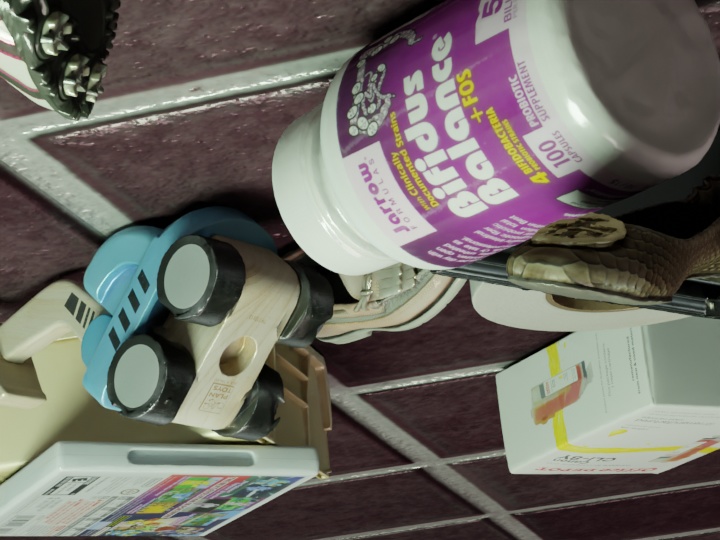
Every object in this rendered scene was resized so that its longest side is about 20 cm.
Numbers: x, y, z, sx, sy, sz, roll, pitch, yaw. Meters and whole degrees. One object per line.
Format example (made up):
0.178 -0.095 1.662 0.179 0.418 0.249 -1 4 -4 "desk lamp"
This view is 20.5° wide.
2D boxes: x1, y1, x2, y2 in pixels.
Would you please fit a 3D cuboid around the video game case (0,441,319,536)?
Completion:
-0.150 0.149 1.342 0.181 0.023 0.200 4 159 -27 "video game case"

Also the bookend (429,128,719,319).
0.176 -0.025 0.981 0.198 0.093 0.200 9 178 -35 "bookend"

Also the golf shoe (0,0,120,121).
-0.148 -0.120 0.753 0.088 0.078 0.200 11 164 16 "golf shoe"

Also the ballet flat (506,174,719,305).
0.123 -0.015 0.835 0.067 0.047 0.200 14 -168 34 "ballet flat"

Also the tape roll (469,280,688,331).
0.165 -0.007 1.234 0.202 0.037 0.203 -6 163 -2 "tape roll"

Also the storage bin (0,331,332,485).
-0.136 0.101 1.385 0.199 0.094 0.199 -10 163 12 "storage bin"

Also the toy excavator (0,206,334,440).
-0.137 0.031 1.172 0.100 0.200 0.195 15 109 -47 "toy excavator"

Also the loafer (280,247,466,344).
0.000 0.000 1.159 0.063 0.072 0.200 11 160 -24 "loafer"

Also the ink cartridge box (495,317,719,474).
0.213 0.090 1.474 0.144 0.084 0.200 3 160 -27 "ink cartridge box"

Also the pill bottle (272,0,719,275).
0.053 -0.065 0.891 0.112 0.113 0.200 10 156 -40 "pill bottle"
